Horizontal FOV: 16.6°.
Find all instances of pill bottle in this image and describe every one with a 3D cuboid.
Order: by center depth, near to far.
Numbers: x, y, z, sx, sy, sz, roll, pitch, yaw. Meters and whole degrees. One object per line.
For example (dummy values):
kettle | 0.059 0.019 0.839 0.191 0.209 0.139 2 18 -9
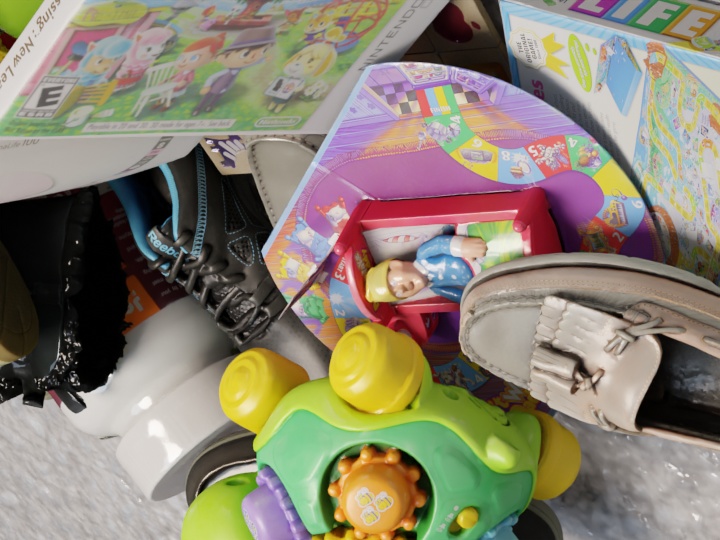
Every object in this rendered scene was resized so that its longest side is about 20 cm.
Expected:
pill bottle | -0.136 0.019 1.341 0.200 0.109 0.110 52 148 13

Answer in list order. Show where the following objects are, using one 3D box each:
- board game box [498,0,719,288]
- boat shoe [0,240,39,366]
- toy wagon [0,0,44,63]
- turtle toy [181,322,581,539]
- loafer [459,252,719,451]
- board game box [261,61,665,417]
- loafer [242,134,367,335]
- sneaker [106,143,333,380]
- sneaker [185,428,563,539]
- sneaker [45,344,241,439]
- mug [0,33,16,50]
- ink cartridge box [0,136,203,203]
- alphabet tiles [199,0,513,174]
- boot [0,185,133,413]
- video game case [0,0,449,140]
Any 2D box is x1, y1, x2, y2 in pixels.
board game box | 0.136 -0.029 1.080 0.134 0.034 0.200 20 138 35
boat shoe | -0.231 -0.035 1.207 0.066 0.072 0.201 -30 89 18
toy wagon | -0.106 -0.172 1.076 0.155 0.200 0.040 39 -167 -14
turtle toy | -0.003 0.103 1.140 0.146 0.101 0.200 29 150 -36
loafer | 0.135 0.043 1.041 0.200 0.063 0.072 10 130 9
board game box | 0.038 0.003 1.104 0.158 0.039 0.200 32 135 0
loafer | 0.000 0.000 1.196 0.070 0.070 0.200 -4 136 37
sneaker | -0.073 -0.002 1.264 0.073 0.082 0.200 -41 81 35
sneaker | -0.004 0.136 1.239 0.200 0.106 0.075 9 114 13
sneaker | -0.109 0.079 1.417 0.200 0.089 0.077 20 137 35
mug | -0.200 -0.178 1.207 0.200 0.177 0.134 43 119 34
ink cartridge box | -0.127 -0.065 1.112 0.200 0.162 0.057 -8 94 47
alphabet tiles | -0.011 -0.086 1.159 0.200 0.006 0.167 -2 135 36
boot | -0.203 -0.025 1.269 0.162 0.073 0.199 2 97 25
video game case | -0.034 -0.117 0.997 0.182 0.200 0.022 -48 60 36
